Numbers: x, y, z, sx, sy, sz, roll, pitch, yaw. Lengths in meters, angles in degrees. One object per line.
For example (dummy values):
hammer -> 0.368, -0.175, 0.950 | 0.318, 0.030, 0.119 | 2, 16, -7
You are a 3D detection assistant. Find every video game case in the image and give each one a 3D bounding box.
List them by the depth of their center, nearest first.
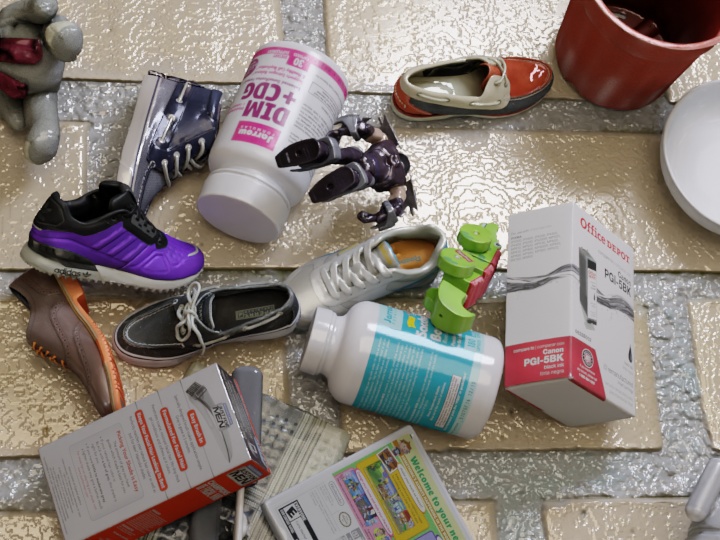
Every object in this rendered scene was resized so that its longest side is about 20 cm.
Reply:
video game case -> 0.022, 0.283, 1.665 | 0.182, 0.022, 0.200 | -26, 82, -24

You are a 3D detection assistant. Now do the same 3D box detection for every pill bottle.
pill bottle -> 0.041, 0.098, 1.715 | 0.200, 0.111, 0.111 | 16, 66, -5
pill bottle -> -0.096, -0.138, 1.785 | 0.113, 0.113, 0.200 | 22, 65, -2

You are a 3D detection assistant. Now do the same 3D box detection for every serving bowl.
serving bowl -> 0.434, -0.119, 1.908 | 0.200, 0.066, 0.200 | 4, 67, -10

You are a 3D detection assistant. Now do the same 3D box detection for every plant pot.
plant pot -> 0.320, -0.292, 1.886 | 0.201, 0.195, 0.201 | 4, 68, -9

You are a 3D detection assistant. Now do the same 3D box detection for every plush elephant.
plush elephant -> -0.392, -0.237, 1.748 | 0.155, 0.165, 0.200 | 6, 37, -23

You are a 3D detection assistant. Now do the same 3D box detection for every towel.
towel -> -0.128, 0.213, 1.683 | 0.192, 0.035, 0.200 | 25, 67, 3

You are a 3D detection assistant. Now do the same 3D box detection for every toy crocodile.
toy crocodile -> 0.115, 0.004, 1.753 | 0.062, 0.068, 0.200 | 23, 27, 9

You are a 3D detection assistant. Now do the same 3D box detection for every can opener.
can opener -> -0.134, 0.194, 1.643 | 0.067, 0.053, 0.200 | 3, 66, -7

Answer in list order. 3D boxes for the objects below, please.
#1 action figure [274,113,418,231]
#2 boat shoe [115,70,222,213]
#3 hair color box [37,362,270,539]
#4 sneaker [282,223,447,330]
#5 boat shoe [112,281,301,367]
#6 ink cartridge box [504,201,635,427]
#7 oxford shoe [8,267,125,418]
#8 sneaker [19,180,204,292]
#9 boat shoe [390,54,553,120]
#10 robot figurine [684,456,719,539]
action figure -> -0.002, -0.108, 1.744 | 0.200, 0.069, 0.130 | -4, 63, -62
boat shoe -> -0.205, -0.122, 1.777 | 0.093, 0.075, 0.200 | 10, 66, -1
hair color box -> -0.201, 0.187, 1.611 | 0.200, 0.064, 0.111 | -26, 63, 6
sneaker -> 0.000, 0.000, 1.765 | 0.200, 0.081, 0.077 | -23, 76, -18
boat shoe -> -0.162, 0.051, 1.700 | 0.199, 0.068, 0.074 | -6, 70, 4
ink cartridge box -> 0.224, 0.047, 1.749 | 0.147, 0.083, 0.200 | 30, 55, -48
oxford shoe -> -0.296, 0.079, 1.680 | 0.073, 0.071, 0.200 | -24, 59, -13
sneaker -> -0.240, -0.040, 1.687 | 0.200, 0.100, 0.070 | 6, 23, -35
boat shoe -> 0.133, -0.215, 1.891 | 0.200, 0.063, 0.071 | -9, 68, -16
robot figurine -> 0.404, 0.267, 1.716 | 0.170, 0.113, 0.200 | 39, 63, -20
